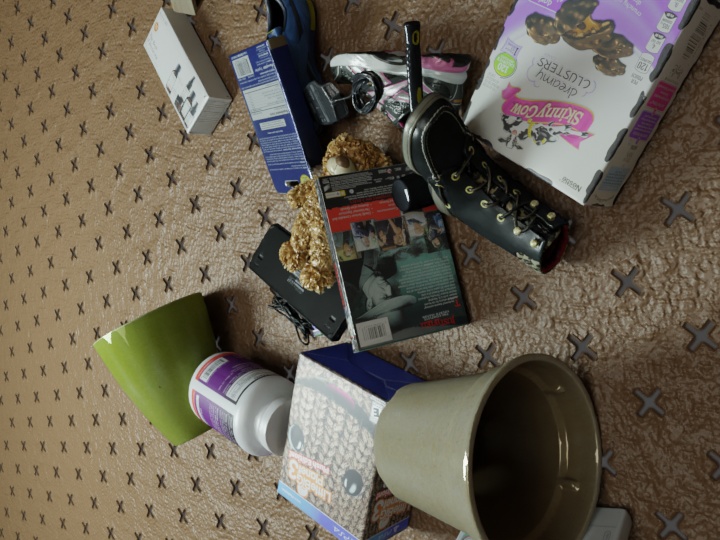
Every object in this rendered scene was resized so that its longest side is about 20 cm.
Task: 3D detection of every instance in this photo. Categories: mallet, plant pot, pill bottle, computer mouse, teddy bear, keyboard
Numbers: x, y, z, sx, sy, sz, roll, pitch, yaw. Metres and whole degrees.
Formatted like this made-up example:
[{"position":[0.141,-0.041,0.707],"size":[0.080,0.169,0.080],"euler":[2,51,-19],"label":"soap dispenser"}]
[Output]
[{"position":[0.054,-0.161,0.741],"size":[0.041,0.065,0.203],"euler":[29,138,53],"label":"mallet"},{"position":[-0.297,0.167,1.091],"size":[0.186,0.186,0.202],"euler":[-28,89,40],"label":"plant pot"},{"position":[-0.158,0.194,0.978],"size":[0.198,0.111,0.115],"euler":[15,104,48],"label":"pill bottle"},{"position":[-0.018,-0.213,0.819],"size":[0.199,0.034,0.059],"euler":[13,132,63],"label":"computer mouse"},{"position":[-0.041,-0.072,0.849],"size":[0.200,0.066,0.146],"euler":[-48,51,26],"label":"teddy bear"},{"position":[0.117,0.189,0.711],"size":[0.182,0.198,0.204],"euler":[-10,87,53],"label":"plant pot"},{"position":[-0.078,0.025,0.924],"size":[0.199,0.039,0.105],"euler":[38,96,36],"label":"keyboard"}]

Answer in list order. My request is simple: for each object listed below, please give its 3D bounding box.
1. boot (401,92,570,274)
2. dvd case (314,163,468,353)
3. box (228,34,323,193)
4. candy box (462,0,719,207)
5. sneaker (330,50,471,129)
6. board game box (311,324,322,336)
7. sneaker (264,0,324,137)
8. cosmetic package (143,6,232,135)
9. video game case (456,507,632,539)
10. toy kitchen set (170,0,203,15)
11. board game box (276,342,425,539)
[{"position":[0.129,-0.082,0.670],"size":[0.153,0.204,0.074],"euler":[38,85,29],"label":"boot"},{"position":[0.036,-0.020,0.786],"size":[0.022,0.144,0.203],"euler":[144,113,-70],"label":"dvd case"},{"position":[-0.109,-0.204,0.922],"size":[0.120,0.032,0.203],"euler":[10,121,55],"label":"box"},{"position":[0.211,-0.189,0.653],"size":[0.167,0.071,0.202],"euler":[40,118,33],"label":"candy box"},{"position":[0.038,-0.214,0.808],"size":[0.199,0.080,0.088],"euler":[22,119,45],"label":"sneaker"},{"position":[0.000,0.000,0.884],"size":[0.198,0.034,0.138],"euler":[-19,81,42],"label":"board game box"},{"position":[-0.096,-0.279,0.921],"size":[0.065,0.078,0.204],"euler":[-7,91,39],"label":"sneaker"},{"position":[-0.284,-0.324,1.104],"size":[0.083,0.050,0.202],"euler":[-45,65,34],"label":"cosmetic package"},{"position":[0.155,0.310,0.671],"size":[0.180,0.200,0.024],"euler":[-13,112,42],"label":"video game case"},{"position":[-0.175,-0.490,0.991],"size":[0.197,0.181,0.165],"euler":[13,62,8],"label":"toy kitchen set"},{"position":[-0.009,0.219,0.871],"size":[0.158,0.096,0.204],"euler":[20,107,39],"label":"board game box"}]
